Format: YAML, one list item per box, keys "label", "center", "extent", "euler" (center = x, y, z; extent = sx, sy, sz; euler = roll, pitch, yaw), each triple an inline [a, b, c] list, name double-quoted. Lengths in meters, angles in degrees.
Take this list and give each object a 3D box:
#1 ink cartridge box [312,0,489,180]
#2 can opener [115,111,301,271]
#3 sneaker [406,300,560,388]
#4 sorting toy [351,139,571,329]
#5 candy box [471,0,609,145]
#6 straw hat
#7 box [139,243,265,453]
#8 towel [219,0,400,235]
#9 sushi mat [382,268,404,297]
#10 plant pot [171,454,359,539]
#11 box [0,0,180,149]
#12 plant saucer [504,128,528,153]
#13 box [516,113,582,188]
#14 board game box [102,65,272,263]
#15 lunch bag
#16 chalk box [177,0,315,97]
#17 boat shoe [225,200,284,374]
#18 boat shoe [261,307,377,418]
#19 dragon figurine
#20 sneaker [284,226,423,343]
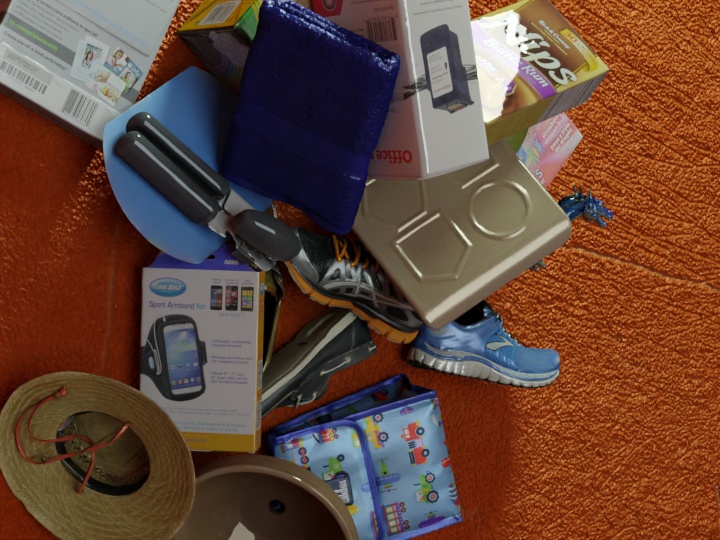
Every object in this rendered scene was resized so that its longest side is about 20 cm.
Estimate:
- label: "ink cartridge box"
  center: [0.035, -0.192, 1.568]
  extent: [0.084, 0.144, 0.202]
  euler: [-15, 102, -34]
- label: "can opener"
  center: [-0.137, -0.076, 1.568]
  extent: [0.200, 0.067, 0.054]
  euler: [42, 47, -24]
- label: "sneaker"
  center: [0.147, 0.079, 1.854]
  extent: [0.199, 0.078, 0.090]
  euler: [13, 88, -34]
- label: "sorting toy"
  center: [0.085, -0.063, 1.677]
  extent: [0.184, 0.037, 0.201]
  euler: [-33, 75, -13]
- label: "candy box"
  center: [0.148, -0.204, 1.708]
  extent: [0.199, 0.057, 0.117]
  euler: [-26, 70, -39]
- label: "straw hat"
  center: [-0.238, 0.164, 1.581]
  extent: [0.085, 0.199, 0.203]
  euler: [-60, 133, -66]
- label: "box"
  center: [-0.155, 0.074, 1.630]
  extent: [0.118, 0.041, 0.202]
  euler: [2, 91, 6]
- label: "towel"
  center: [-0.046, -0.146, 1.559]
  extent: [0.050, 0.147, 0.201]
  euler: [-50, 163, -50]
- label: "sushi mat"
  center: [0.023, -0.058, 1.717]
  extent: [0.095, 0.012, 0.201]
  euler: [-14, 61, -46]
- label: "plant pot"
  center: [-0.094, 0.258, 1.666]
  extent: [0.202, 0.199, 0.093]
  euler: [65, 20, -19]
- label: "box"
  center: [-0.261, -0.239, 1.574]
  extent: [0.155, 0.041, 0.201]
  euler: [29, 78, -33]
- label: "plant saucer"
  center: [0.087, -0.187, 1.758]
  extent: [0.198, 0.031, 0.202]
  euler: [2, 71, -7]
- label: "box"
  center: [0.137, -0.105, 1.820]
  extent: [0.095, 0.102, 0.201]
  euler: [47, 69, -27]
- label: "board game box"
  center: [-0.173, -0.097, 1.619]
  extent: [0.200, 0.039, 0.159]
  euler: [-42, 105, -41]
- label: "lunch bag"
  center: [-0.010, 0.217, 1.763]
  extent: [0.198, 0.094, 0.152]
  euler: [-18, 105, -20]
- label: "chalk box"
  center: [-0.058, -0.211, 1.666]
  extent: [0.200, 0.124, 0.124]
  euler: [47, 68, -28]
- label: "boat shoe"
  center: [-0.104, 0.012, 1.681]
  extent: [0.071, 0.068, 0.202]
  euler: [3, 92, -34]
- label: "boat shoe"
  center: [-0.062, 0.112, 1.715]
  extent: [0.200, 0.072, 0.068]
  euler: [-37, 112, -30]
- label: "dragon figurine"
  center: [0.159, -0.063, 1.733]
  extent: [0.198, 0.059, 0.100]
  euler: [19, 81, -2]
- label: "sneaker"
  center: [0.000, 0.000, 1.708]
  extent: [0.199, 0.077, 0.079]
  euler: [28, 33, -32]
